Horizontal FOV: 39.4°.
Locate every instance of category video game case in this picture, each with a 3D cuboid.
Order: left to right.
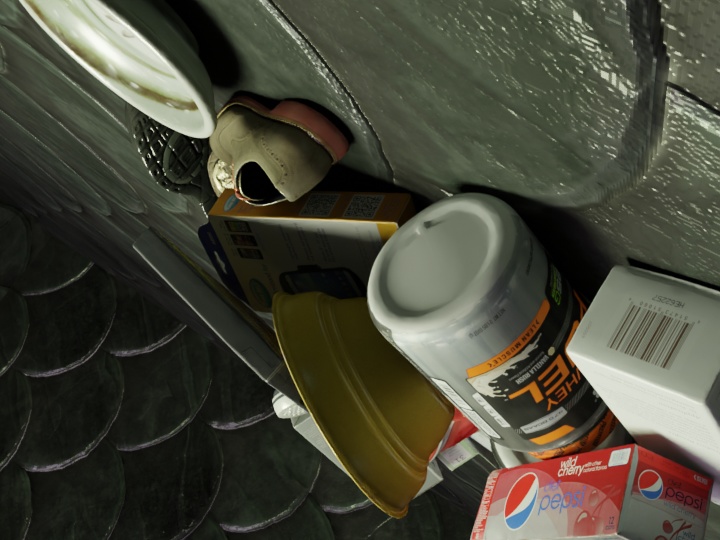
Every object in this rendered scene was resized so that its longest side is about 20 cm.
[{"bbox_3d":[-0.086,0.061,0.847,0.200,0.026,0.181,40,175,36],"label":"video game case"}]

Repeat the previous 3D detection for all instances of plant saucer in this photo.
[{"bbox_3d":[-0.183,-0.187,0.790,0.200,0.050,0.200,33,167,8],"label":"plant saucer"}]

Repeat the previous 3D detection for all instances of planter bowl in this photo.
[{"bbox_3d":[0.019,0.084,0.787,0.201,0.083,0.201,57,-170,-15],"label":"planter bowl"}]

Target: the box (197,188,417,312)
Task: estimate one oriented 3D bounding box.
[{"bbox_3d":[-0.039,-0.012,0.849,0.199,0.042,0.119,6,136,27],"label":"box"}]

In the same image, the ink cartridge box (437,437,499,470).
[{"bbox_3d":[0.108,0.181,1.224,0.200,0.048,0.146,48,-168,-37],"label":"ink cartridge box"}]

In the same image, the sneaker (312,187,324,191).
[{"bbox_3d":[0.000,0.000,0.940,0.200,0.070,0.082,39,165,-6],"label":"sneaker"}]

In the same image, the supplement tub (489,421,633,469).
[{"bbox_3d":[0.195,0.174,0.937,0.122,0.123,0.200,29,167,28],"label":"supplement tub"}]

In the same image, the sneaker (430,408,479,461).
[{"bbox_3d":[0.115,0.105,0.972,0.079,0.115,0.200,57,143,18],"label":"sneaker"}]

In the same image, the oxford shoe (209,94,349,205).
[{"bbox_3d":[-0.088,-0.094,0.816,0.070,0.075,0.200,42,166,-24],"label":"oxford shoe"}]

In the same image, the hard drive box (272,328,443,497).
[{"bbox_3d":[-0.006,0.153,1.138,0.200,0.077,0.156,48,-168,-39],"label":"hard drive box"}]

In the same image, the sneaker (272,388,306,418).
[{"bbox_3d":[-0.011,0.078,0.993,0.080,0.199,0.078,61,147,14],"label":"sneaker"}]

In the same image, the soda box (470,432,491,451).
[{"bbox_3d":[0.222,0.211,1.123,0.200,0.068,0.064,35,168,4],"label":"soda box"}]

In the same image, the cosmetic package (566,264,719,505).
[{"bbox_3d":[0.225,0.087,0.657,0.101,0.074,0.200,22,164,44],"label":"cosmetic package"}]

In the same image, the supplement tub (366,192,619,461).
[{"bbox_3d":[0.105,0.049,0.718,0.122,0.123,0.200,20,161,51],"label":"supplement tub"}]

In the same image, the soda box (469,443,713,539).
[{"bbox_3d":[0.161,0.177,0.729,0.070,0.064,0.200,25,157,-14],"label":"soda box"}]

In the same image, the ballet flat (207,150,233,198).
[{"bbox_3d":[-0.075,-0.035,0.947,0.200,0.067,0.046,55,-158,-22],"label":"ballet flat"}]

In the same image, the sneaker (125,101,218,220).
[{"bbox_3d":[-0.172,-0.107,0.978,0.091,0.076,0.200,38,168,40],"label":"sneaker"}]
